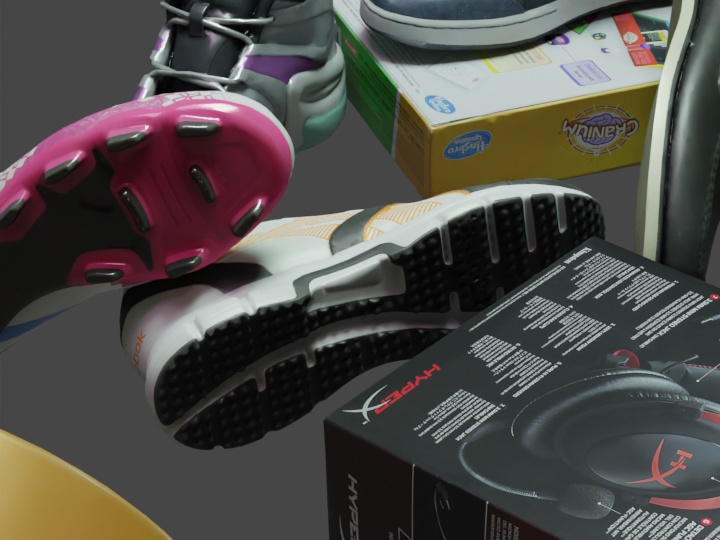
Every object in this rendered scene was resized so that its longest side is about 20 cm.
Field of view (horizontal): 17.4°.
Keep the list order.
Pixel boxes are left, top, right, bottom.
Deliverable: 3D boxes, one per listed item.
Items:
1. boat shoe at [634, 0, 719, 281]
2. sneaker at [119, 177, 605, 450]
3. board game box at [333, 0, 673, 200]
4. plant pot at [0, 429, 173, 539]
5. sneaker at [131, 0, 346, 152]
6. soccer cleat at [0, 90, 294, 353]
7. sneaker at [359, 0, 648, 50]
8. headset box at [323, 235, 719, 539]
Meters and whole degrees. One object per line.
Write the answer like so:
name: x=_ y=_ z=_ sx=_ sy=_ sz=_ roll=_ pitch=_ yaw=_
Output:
boat shoe: x=0.149 y=-0.069 z=0.960 sx=0.063 sy=0.074 sz=0.202 roll=12 pitch=55 yaw=7
sneaker: x=0.000 y=0.000 z=0.893 sx=0.200 sy=0.074 sz=0.080 roll=-16 pitch=33 yaw=-22
board game box: x=0.097 y=-0.099 z=1.075 sx=0.200 sy=0.040 sz=0.153 roll=-11 pitch=33 yaw=-15
plant pot: x=-0.142 y=0.157 z=0.561 sx=0.200 sy=0.200 sz=0.183 roll=5 pitch=48 yaw=10
sneaker: x=-0.068 y=-0.093 z=0.979 sx=0.078 sy=0.140 sz=0.200 roll=10 pitch=34 yaw=18
soccer cleat: x=-0.114 y=-0.021 z=0.874 sx=0.200 sy=0.070 sz=0.086 roll=-27 pitch=23 yaw=16
sneaker: x=0.089 y=-0.183 z=1.037 sx=0.202 sy=0.146 sz=0.077 roll=-17 pitch=37 yaw=-21
headset box: x=0.110 y=0.080 z=0.757 sx=0.200 sy=0.075 sz=0.149 roll=24 pitch=40 yaw=35
